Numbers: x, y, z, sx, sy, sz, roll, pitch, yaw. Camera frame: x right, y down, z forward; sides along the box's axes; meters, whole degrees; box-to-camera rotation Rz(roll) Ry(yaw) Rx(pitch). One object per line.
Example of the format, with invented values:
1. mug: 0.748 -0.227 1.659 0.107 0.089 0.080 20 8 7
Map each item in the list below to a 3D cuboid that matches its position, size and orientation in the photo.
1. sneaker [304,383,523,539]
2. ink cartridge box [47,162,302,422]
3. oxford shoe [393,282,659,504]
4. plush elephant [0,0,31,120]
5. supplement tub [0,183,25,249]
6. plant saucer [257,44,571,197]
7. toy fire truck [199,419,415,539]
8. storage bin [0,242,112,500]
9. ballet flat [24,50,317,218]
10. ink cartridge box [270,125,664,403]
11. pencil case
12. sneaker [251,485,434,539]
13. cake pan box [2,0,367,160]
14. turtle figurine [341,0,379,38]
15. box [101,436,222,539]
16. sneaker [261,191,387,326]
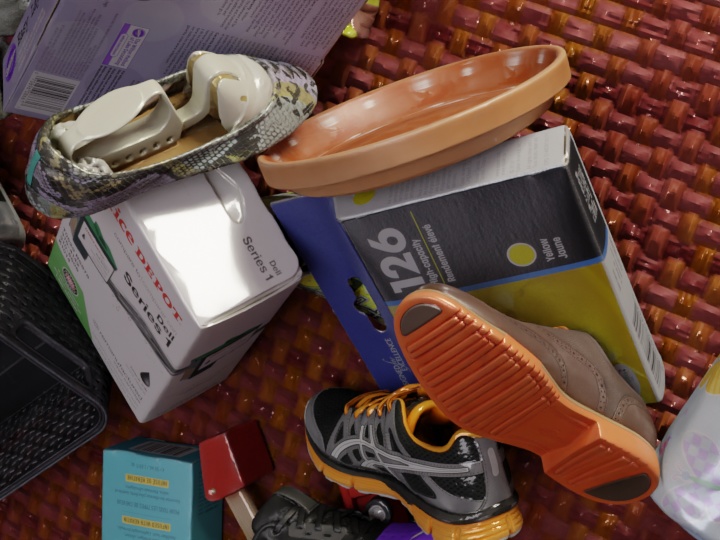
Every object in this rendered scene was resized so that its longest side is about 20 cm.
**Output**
1. sneaker: 0.031 0.107 0.861 0.199 0.078 0.078 19 123 48
2. ink cartridge box: -0.133 -0.003 0.896 0.147 0.084 0.200 57 151 10
3. oxford shoe: 0.098 0.061 0.777 0.199 0.074 0.071 39 132 -25
4. plush elephant: -0.238 -0.193 0.956 0.156 0.162 0.201 95 157 -46
5. supplement tub: -0.355 -0.081 1.021 0.122 0.122 0.202 -33 81 23
6. plant saucer: 0.034 -0.089 0.808 0.198 0.200 0.033 -14 107 24
7. toy fire truck: -0.025 0.198 0.940 0.139 0.049 0.203 -18 88 25
8. storage bin: -0.292 0.089 0.989 0.199 0.094 0.135 -34 125 22
9. ballet flat: -0.107 -0.092 0.787 0.072 0.199 0.073 44 149 36
10. ink cartridge box: 0.067 0.020 0.827 0.197 0.047 0.199 -14 128 22
11. pencil case: 0.253 0.076 0.785 0.090 0.083 0.202 31 107 6
12. sneaker: -0.024 0.186 0.873 0.198 0.069 0.101 -28 82 23
13. cake pan box: -0.116 -0.153 0.847 0.200 0.182 0.053 -47 43 46
14. turtle figurine: -0.002 -0.249 0.877 0.199 0.064 0.162 32 117 2
15. box: -0.151 0.234 0.999 0.081 0.049 0.203 4 97 24
16. sneaker: 0.000 0.000 0.895 0.197 0.076 0.077 15 99 21
